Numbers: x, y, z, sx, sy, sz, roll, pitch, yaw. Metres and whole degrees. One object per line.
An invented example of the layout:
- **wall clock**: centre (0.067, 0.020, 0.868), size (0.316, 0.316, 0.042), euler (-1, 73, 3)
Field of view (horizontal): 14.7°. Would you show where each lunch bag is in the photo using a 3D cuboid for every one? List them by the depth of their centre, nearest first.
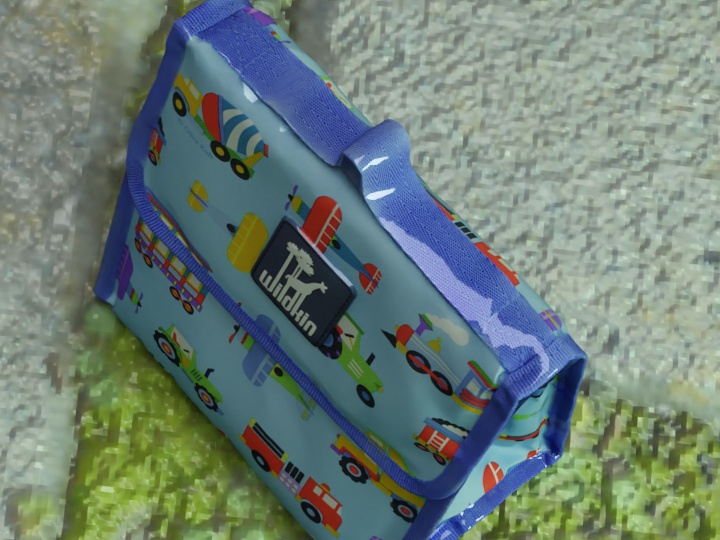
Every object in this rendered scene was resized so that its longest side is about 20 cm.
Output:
- **lunch bag**: centre (0.000, 0.000, 0.872), size (0.094, 0.200, 0.151), euler (-38, 78, -18)
